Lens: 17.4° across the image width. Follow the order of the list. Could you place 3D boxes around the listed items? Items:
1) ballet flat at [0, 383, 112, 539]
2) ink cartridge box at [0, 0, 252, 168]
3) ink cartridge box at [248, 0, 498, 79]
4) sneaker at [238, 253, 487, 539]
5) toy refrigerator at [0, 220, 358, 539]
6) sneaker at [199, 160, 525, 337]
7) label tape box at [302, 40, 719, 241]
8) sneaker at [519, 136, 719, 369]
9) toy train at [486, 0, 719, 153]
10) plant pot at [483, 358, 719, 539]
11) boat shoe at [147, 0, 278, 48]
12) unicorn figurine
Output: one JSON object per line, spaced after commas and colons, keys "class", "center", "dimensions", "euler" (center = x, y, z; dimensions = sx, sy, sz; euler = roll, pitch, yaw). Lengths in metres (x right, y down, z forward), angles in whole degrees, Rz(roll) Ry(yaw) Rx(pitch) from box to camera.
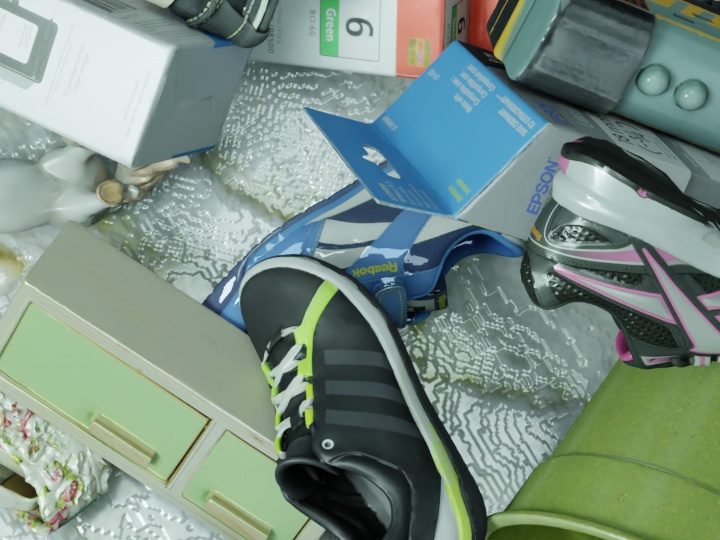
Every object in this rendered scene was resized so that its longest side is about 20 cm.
{"class": "ballet flat", "center": [-0.226, 0.075, 1.244], "dimensions": [0.200, 0.076, 0.064], "euler": [28, 56, 5]}
{"class": "ink cartridge box", "center": [-0.170, -0.126, 1.205], "dimensions": [0.200, 0.116, 0.068], "euler": [25, 104, 14]}
{"class": "ink cartridge box", "center": [0.021, -0.161, 1.256], "dimensions": [0.199, 0.050, 0.109], "euler": [9, 110, 19]}
{"class": "sneaker", "center": [-0.012, 0.074, 1.162], "dimensions": [0.083, 0.072, 0.200], "euler": [-13, 58, -44]}
{"class": "toy refrigerator", "center": [-0.095, 0.069, 1.226], "dimensions": [0.200, 0.076, 0.070], "euler": [34, 37, -3]}
{"class": "sneaker", "center": [0.000, 0.000, 1.266], "dimensions": [0.200, 0.074, 0.082], "euler": [-32, 84, -5]}
{"class": "label tape box", "center": [0.088, -0.060, 1.186], "dimensions": [0.199, 0.144, 0.063], "euler": [16, 106, -23]}
{"class": "sneaker", "center": [0.162, 0.013, 1.125], "dimensions": [0.200, 0.080, 0.086], "euler": [27, 107, -14]}
{"class": "toy train", "center": [0.153, -0.112, 1.195], "dimensions": [0.199, 0.114, 0.085], "euler": [21, 118, -18]}
{"class": "plant pot", "center": [0.186, 0.100, 1.209], "dimensions": [0.200, 0.200, 0.190], "euler": [27, 67, 4]}
{"class": "boat shoe", "center": [-0.048, -0.205, 1.210], "dimensions": [0.067, 0.072, 0.200], "euler": [26, 62, -13]}
{"class": "unicorn figurine", "center": [-0.202, -0.046, 1.254], "dimensions": [0.199, 0.137, 0.074], "euler": [11, 82, -17]}
